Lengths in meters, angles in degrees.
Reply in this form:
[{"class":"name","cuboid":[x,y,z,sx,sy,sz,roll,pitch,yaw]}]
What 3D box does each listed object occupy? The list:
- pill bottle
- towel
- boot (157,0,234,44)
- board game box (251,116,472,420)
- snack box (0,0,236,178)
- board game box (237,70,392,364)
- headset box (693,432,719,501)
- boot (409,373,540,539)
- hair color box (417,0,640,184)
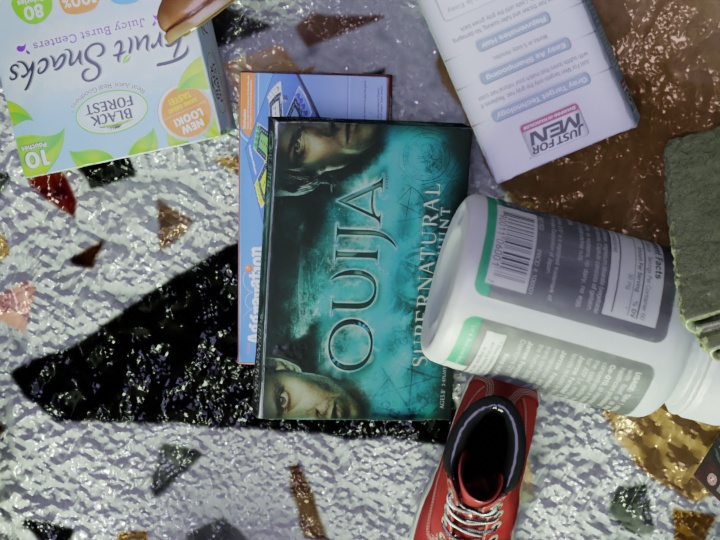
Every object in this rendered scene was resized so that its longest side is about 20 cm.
[{"class":"pill bottle","cuboid":[0.148,0.029,1.333,0.200,0.113,0.113,16,102,-6]},{"class":"towel","cuboid":[0.261,-0.030,1.285,0.148,0.200,0.037,-15,130,12]},{"class":"boot","cuboid":[-0.109,-0.258,1.327,0.155,0.074,0.200,39,75,-15]},{"class":"board game box","cuboid":[0.000,0.000,1.381,0.135,0.028,0.200,1,100,-14]},{"class":"snack box","cuboid":[-0.176,-0.175,1.391,0.142,0.053,0.200,-11,97,12]},{"class":"board game box","cuboid":[-0.032,-0.034,1.410,0.103,0.019,0.200,2,100,7]},{"class":"headset box","cuboid":[0.321,0.096,1.292,0.149,0.075,0.200,47,123,34]},{"class":"boot","cuboid":[0.069,0.167,1.365,0.072,0.144,0.200,13,103,5]},{"class":"hair color box","cuboid":[0.097,-0.168,1.345,0.099,0.061,0.200,-22,95,12]}]
